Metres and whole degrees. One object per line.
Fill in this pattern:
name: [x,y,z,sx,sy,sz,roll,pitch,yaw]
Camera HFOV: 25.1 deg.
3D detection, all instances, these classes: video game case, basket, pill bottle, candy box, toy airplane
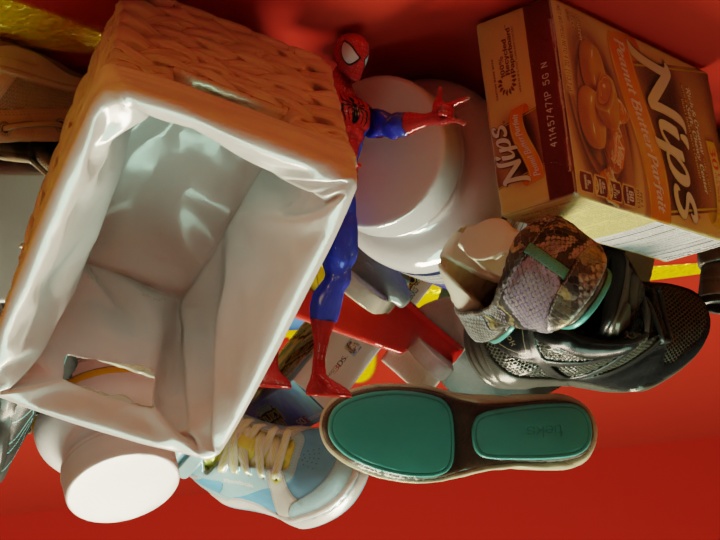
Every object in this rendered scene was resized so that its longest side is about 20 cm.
video game case: [-0.023,0.061,1.371,0.045,0.182,0.200,41,154,-6]
basket: [-0.098,-0.026,0.832,0.134,0.124,0.201,19,124,-16]
pill bottle: [-0.198,0.083,1.223,0.111,0.201,0.113,-12,142,-10]
candy box: [0.150,-0.078,0.967,0.055,0.117,0.199,-15,164,36]
toy airplane: [0.000,0.000,1.157,0.198,0.143,0.199,15,-176,-43]
pill bottle: [0.052,-0.053,1.015,0.118,0.121,0.200,-13,165,24]

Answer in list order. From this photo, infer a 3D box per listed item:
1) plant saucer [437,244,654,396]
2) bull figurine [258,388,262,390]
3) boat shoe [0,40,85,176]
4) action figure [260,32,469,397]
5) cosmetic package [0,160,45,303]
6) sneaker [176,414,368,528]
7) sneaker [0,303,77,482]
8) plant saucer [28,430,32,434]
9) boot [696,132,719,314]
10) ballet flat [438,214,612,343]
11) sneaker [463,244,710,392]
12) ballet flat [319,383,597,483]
plant saucer: [0.123,0.006,1.207,0.199,0.203,0.039,-17,135,37]
bull figurine: [-0.118,0.034,1.281,0.064,0.123,0.200,-7,166,2]
boat shoe: [-0.162,-0.076,0.926,0.071,0.066,0.199,-15,164,30]
action figure: [-0.002,-0.034,0.881,0.065,0.203,0.098,12,171,-38]
cosmetic package: [-0.221,-0.026,1.005,0.198,0.091,0.106,3,-173,-30]
sneaker: [-0.093,0.140,1.267,0.130,0.080,0.199,35,152,-33]
sneaker: [-0.236,0.082,1.130,0.079,0.076,0.201,-17,147,-37]
plant saucer: [-0.328,0.058,1.252,0.199,0.030,0.200,35,171,6]
boot: [0.241,-0.035,1.157,0.198,0.132,0.068,1,164,-31]
ballet flat: [0.081,-0.001,0.910,0.071,0.073,0.200,-4,177,-11]
sneaker: [0.175,0.033,1.063,0.197,0.077,0.114,1,161,-33]
ballet flat: [0.066,0.114,1.134,0.197,0.070,0.070,5,165,-9]
